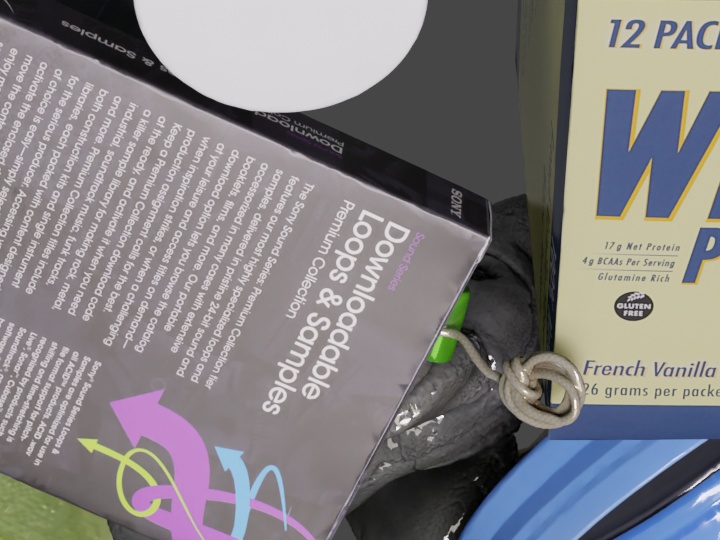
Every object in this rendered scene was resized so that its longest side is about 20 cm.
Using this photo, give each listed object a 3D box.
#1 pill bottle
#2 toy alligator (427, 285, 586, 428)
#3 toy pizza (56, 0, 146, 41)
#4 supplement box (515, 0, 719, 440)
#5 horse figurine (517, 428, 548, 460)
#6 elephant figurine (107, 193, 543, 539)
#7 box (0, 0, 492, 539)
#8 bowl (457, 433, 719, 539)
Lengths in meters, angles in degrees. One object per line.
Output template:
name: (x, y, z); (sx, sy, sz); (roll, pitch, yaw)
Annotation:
pill bottle: (-0.024, -0.140, 0.902); (0.112, 0.200, 0.113); (-1, 131, -1)
toy alligator: (0.000, 0.000, 0.963); (0.200, 0.054, 0.059); (26, 114, 27)
toy pizza: (-0.139, -0.017, 0.987); (0.200, 0.032, 0.201); (-22, 129, -30)
supplement box: (0.124, -0.084, 0.954); (0.134, 0.200, 0.200); (0, 131, -1)
horse figurine: (0.084, 0.077, 1.173); (0.200, 0.050, 0.132); (-34, 156, 19)
elephant figurine: (0.007, 0.040, 1.082); (0.199, 0.141, 0.156); (-7, 92, 18)
box: (-0.078, 0.002, 0.903); (0.200, 0.036, 0.143); (25, 114, -6)
bowl: (0.118, 0.072, 1.071); (0.200, 0.039, 0.201); (-30, 158, -13)
